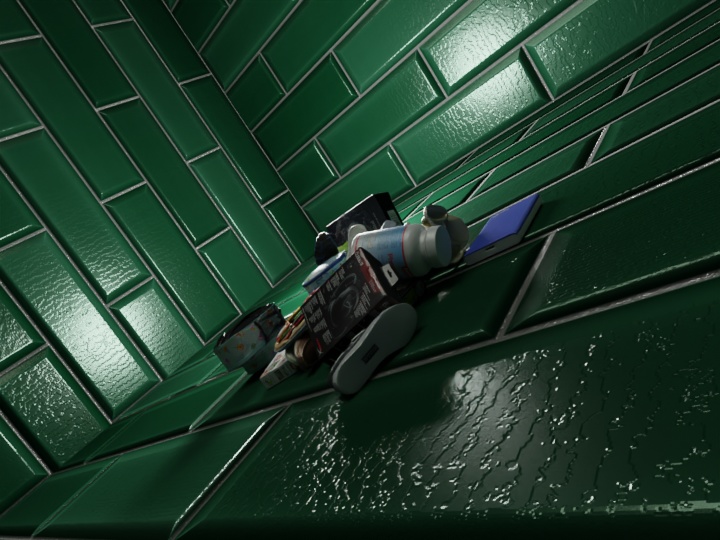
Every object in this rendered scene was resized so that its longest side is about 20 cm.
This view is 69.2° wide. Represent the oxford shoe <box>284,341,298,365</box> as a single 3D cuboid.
[{"bbox_3d":[-0.125,0.164,1.248,0.058,0.074,0.200,-64,-7,23],"label":"oxford shoe"}]

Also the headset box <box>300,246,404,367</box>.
[{"bbox_3d":[-0.010,0.066,1.002,0.200,0.077,0.150,-44,42,13],"label":"headset box"}]

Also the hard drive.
[{"bbox_3d":[0.306,-0.090,1.114,0.131,0.026,0.200,-29,11,41],"label":"hard drive"}]

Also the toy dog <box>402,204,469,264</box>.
[{"bbox_3d":[0.145,-0.063,1.239,0.199,0.141,0.193,-28,2,41],"label":"toy dog"}]

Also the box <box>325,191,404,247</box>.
[{"bbox_3d":[0.033,-0.102,1.600,0.198,0.199,0.117,-30,-3,29],"label":"box"}]

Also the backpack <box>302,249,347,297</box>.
[{"bbox_3d":[-0.071,0.052,1.419,0.182,0.148,0.200,-36,12,16],"label":"backpack"}]

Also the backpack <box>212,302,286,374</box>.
[{"bbox_3d":[-0.310,0.207,1.483,0.199,0.155,0.175,-30,1,-40],"label":"backpack"}]

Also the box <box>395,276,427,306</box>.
[{"bbox_3d":[0.022,0.068,1.121,0.198,0.045,0.160,0,33,45],"label":"box"}]

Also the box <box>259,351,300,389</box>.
[{"bbox_3d":[-0.172,0.213,1.316,0.109,0.035,0.200,-33,9,18],"label":"box"}]

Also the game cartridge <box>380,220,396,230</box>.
[{"bbox_3d":[0.052,-0.026,1.313,0.040,0.135,0.202,10,47,13],"label":"game cartridge"}]

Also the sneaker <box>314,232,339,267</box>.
[{"bbox_3d":[-0.090,-0.026,1.534,0.074,0.203,0.079,-14,33,0],"label":"sneaker"}]

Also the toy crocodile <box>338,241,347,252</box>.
[{"bbox_3d":[0.005,-0.066,1.508,0.198,0.067,0.063,-9,51,47],"label":"toy crocodile"}]

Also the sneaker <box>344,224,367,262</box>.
[{"bbox_3d":[0.000,0.000,1.323,0.072,0.118,0.204,2,67,19],"label":"sneaker"}]

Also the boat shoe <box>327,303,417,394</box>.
[{"bbox_3d":[0.019,0.133,0.911,0.200,0.072,0.068,-47,14,-22],"label":"boat shoe"}]

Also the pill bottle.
[{"bbox_3d":[0.085,-0.037,1.091,0.197,0.110,0.109,-8,22,33],"label":"pill bottle"}]

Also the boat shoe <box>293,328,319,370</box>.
[{"bbox_3d":[-0.085,0.152,1.188,0.071,0.076,0.200,-26,15,31],"label":"boat shoe"}]

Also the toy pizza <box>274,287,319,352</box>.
[{"bbox_3d":[-0.144,0.110,1.241,0.200,0.032,0.200,-47,9,9],"label":"toy pizza"}]
